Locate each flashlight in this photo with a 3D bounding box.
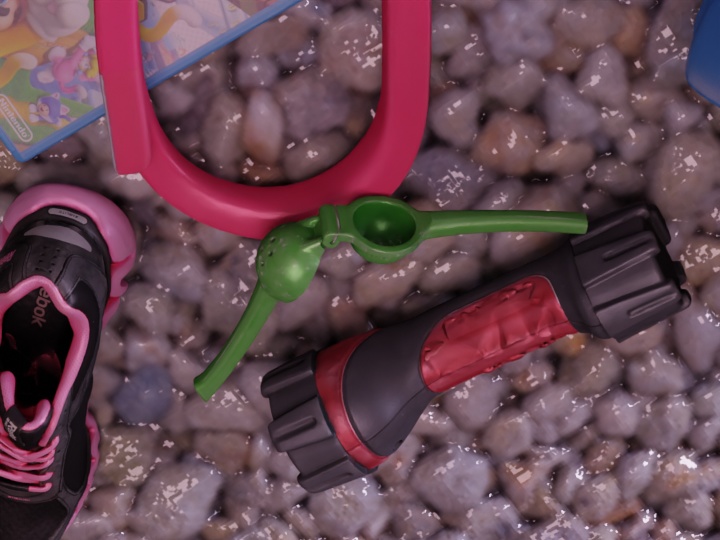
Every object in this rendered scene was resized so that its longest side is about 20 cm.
[{"bbox_3d":[0.053,0.037,0.852,0.199,0.068,0.068,-25,80,17],"label":"flashlight"}]

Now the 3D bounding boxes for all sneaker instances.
[{"bbox_3d":[-0.156,0.063,0.857,0.079,0.096,0.201,10,117,-6],"label":"sneaker"}]

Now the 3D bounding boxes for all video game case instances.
[{"bbox_3d":[-0.105,-0.151,0.792,0.199,0.018,0.143,-28,112,13],"label":"video game case"}]

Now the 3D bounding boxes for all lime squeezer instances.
[{"bbox_3d":[0.000,0.000,0.823,0.199,0.038,0.071,-24,117,12],"label":"lime squeezer"}]

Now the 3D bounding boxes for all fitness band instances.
[{"bbox_3d":[-0.041,-0.099,0.791,0.143,0.038,0.201,-5,127,-6],"label":"fitness band"}]

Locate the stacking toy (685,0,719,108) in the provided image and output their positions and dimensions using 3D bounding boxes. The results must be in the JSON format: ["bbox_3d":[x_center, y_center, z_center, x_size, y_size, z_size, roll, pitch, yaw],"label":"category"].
[{"bbox_3d":[0.248,-0.071,0.791,0.200,0.110,0.116,33,98,-27],"label":"stacking toy"}]
